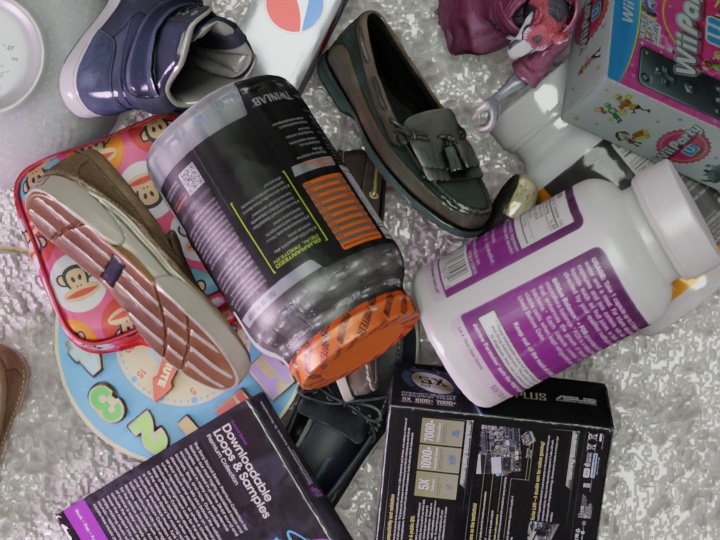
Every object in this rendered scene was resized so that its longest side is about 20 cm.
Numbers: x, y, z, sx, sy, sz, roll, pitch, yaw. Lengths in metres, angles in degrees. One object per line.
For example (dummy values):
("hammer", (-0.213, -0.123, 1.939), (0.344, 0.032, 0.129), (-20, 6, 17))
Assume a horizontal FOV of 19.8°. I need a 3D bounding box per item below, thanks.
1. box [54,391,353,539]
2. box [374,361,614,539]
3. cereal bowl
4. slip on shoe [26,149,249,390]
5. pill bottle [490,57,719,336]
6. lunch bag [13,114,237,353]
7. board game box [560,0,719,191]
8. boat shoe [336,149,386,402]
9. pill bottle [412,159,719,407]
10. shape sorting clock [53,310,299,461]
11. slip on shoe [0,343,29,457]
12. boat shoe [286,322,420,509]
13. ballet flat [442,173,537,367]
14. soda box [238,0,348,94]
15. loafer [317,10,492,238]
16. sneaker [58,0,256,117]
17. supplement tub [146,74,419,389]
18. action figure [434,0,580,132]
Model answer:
("box", (-0.116, 0.198, 1.550), (0.200, 0.036, 0.143), (-32, 89, 26))
("box", (0.093, 0.181, 1.528), (0.164, 0.086, 0.200), (5, 110, 1))
("cereal bowl", (-0.278, -0.161, 1.567), (0.200, 0.083, 0.200), (0, 89, 0))
("slip on shoe", (-0.147, -0.002, 1.460), (0.200, 0.076, 0.061), (42, 55, 0))
("pill bottle", (0.193, -0.059, 1.539), (0.116, 0.116, 0.200), (-40, 89, 1))
("lunch bag", (-0.143, -0.023, 1.536), (0.200, 0.082, 0.176), (-21, 81, -5))
("board game box", (0.251, -0.145, 1.505), (0.200, 0.064, 0.148), (21, 56, -18))
("boat shoe", (0.000, 0.000, 1.543), (0.059, 0.072, 0.200), (-7, 64, 3))
("pill bottle", (0.146, 0.005, 1.441), (0.200, 0.112, 0.112), (-28, 89, 12))
("shape sorting clock", (-0.137, 0.051, 1.585), (0.200, 0.039, 0.200), (0, 90, 1))
("slip on shoe", (-0.313, 0.150, 1.577), (0.076, 0.061, 0.200), (28, 90, 1))
("boat shoe", (-0.014, 0.108, 1.568), (0.075, 0.062, 0.200), (28, 90, 11))
("ballet flat", (0.104, 0.018, 1.546), (0.057, 0.066, 0.200), (15, 118, 2))
("soda box", (-0.035, -0.226, 1.568), (0.064, 0.068, 0.200), (26, 90, 0))
("loafer", (0.037, -0.111, 1.527), (0.200, 0.072, 0.063), (53, 127, 28))
("sneaker", (-0.122, -0.198, 1.517), (0.077, 0.146, 0.203), (40, 65, -38))
("supplement tub", (-0.051, -0.026, 1.433), (0.122, 0.123, 0.200), (-32, 76, 1))
("action figure", (0.122, -0.191, 1.505), (0.149, 0.200, 0.134), (-19, 113, -11))
